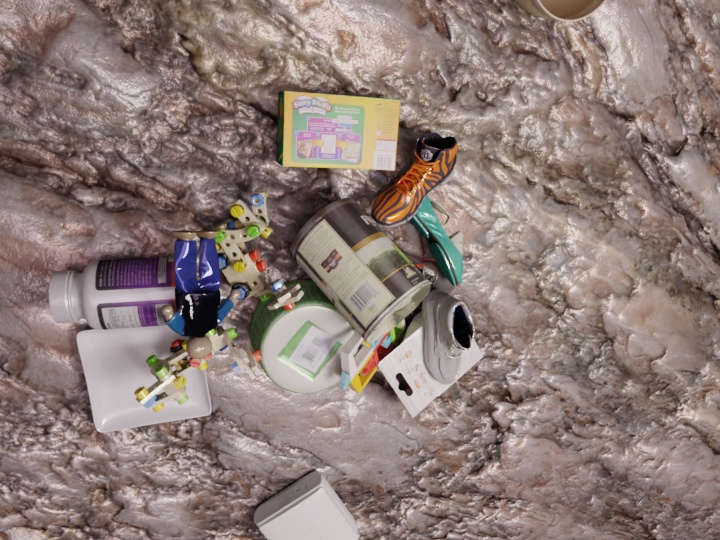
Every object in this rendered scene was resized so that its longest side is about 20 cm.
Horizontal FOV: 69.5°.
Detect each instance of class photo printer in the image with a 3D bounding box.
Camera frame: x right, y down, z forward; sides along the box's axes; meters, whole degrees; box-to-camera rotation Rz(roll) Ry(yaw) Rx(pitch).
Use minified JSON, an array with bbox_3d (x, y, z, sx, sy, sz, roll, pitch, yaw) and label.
[{"bbox_3d":[-0.105,0.544,1.100,0.166,0.069,0.200,-30,113,-5],"label":"photo printer"}]

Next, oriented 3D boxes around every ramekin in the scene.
[{"bbox_3d":[-0.099,0.125,0.950,0.200,0.098,0.200,-5,108,-15],"label":"ramekin"}]

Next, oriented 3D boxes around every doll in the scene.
[{"bbox_3d":[-0.245,0.039,0.798,0.136,0.048,0.200,-7,102,-50],"label":"doll"}]

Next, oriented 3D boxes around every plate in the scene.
[{"bbox_3d":[-0.377,0.181,0.922,0.200,0.032,0.200,-6,110,-15],"label":"plate"}]

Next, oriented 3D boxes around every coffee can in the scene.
[{"bbox_3d":[0.000,0.000,0.864,0.146,0.146,0.200,-42,76,0],"label":"coffee can"}]

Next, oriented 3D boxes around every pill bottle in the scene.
[{"bbox_3d":[-0.376,0.037,0.832,0.200,0.111,0.112,-3,108,-16],"label":"pill bottle"}]

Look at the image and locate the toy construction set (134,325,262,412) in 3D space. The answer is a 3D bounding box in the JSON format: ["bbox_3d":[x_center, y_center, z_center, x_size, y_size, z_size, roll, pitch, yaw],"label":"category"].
[{"bbox_3d":[-0.266,0.153,0.858,0.200,0.131,0.092,-17,111,-13],"label":"toy construction set"}]

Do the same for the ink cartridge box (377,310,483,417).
[{"bbox_3d":[0.136,0.173,1.048,0.200,0.050,0.161,-37,115,-12],"label":"ink cartridge box"}]

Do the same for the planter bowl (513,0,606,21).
[{"bbox_3d":[0.304,-0.510,0.836,0.200,0.135,0.201,-11,117,-22],"label":"planter bowl"}]

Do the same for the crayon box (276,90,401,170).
[{"bbox_3d":[-0.037,-0.234,0.874,0.200,0.058,0.119,-1,107,-16],"label":"crayon box"}]

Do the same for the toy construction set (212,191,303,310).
[{"bbox_3d":[-0.176,-0.019,0.870,0.131,0.092,0.200,-25,94,12],"label":"toy construction set"}]

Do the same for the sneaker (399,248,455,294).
[{"bbox_3d":[0.104,0.010,0.981,0.200,0.082,0.077,20,101,-22],"label":"sneaker"}]

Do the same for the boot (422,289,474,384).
[{"bbox_3d":[0.169,0.139,0.976,0.073,0.096,0.200,-20,109,-20],"label":"boot"}]

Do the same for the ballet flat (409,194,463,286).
[{"bbox_3d":[0.149,-0.068,0.959,0.070,0.067,0.200,-35,95,-7],"label":"ballet flat"}]

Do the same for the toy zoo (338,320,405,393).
[{"bbox_3d":[0.020,0.137,0.950,0.200,0.020,0.131,-50,148,-30],"label":"toy zoo"}]

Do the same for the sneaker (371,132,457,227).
[{"bbox_3d":[0.091,-0.166,0.886,0.200,0.078,0.112,-45,159,-20],"label":"sneaker"}]
